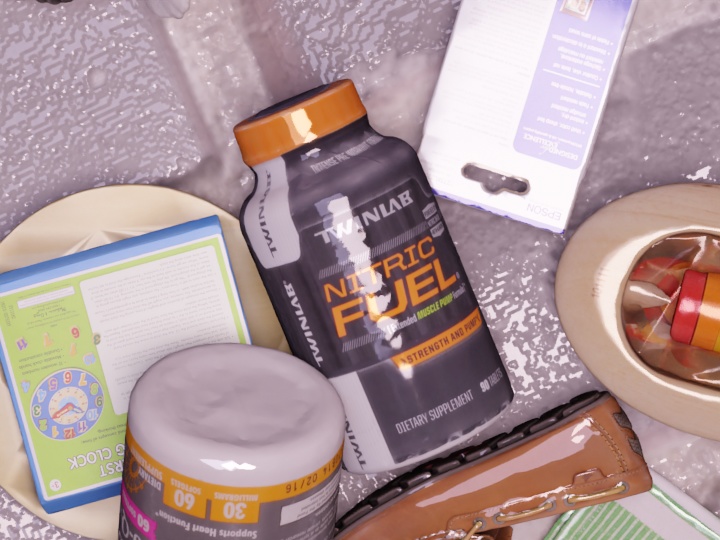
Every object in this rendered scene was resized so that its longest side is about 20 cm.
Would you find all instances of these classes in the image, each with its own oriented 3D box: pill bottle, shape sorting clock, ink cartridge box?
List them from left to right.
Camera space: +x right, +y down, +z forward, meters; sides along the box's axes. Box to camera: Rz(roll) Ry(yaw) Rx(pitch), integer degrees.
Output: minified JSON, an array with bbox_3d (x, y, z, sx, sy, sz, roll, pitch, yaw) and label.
[{"bbox_3d":[-0.128,0.052,1.394,0.198,0.039,0.202,0,93,-4],"label":"shape sorting clock"},{"bbox_3d":[-0.073,0.149,1.333,0.115,0.117,0.201,8,121,3],"label":"pill bottle"},{"bbox_3d":[0.000,0.000,1.348,0.106,0.106,0.201,-23,98,4],"label":"pill bottle"},{"bbox_3d":[0.099,-0.129,1.383,0.094,0.037,0.201,17,91,2],"label":"ink cartridge box"}]

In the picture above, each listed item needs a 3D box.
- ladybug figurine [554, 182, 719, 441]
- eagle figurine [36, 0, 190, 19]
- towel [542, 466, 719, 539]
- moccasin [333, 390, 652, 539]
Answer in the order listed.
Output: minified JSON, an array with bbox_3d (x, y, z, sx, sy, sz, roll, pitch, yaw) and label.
[{"bbox_3d":[0.203,0.024,1.363,0.199,0.072,0.137,19,93,3],"label":"ladybug figurine"},{"bbox_3d":[-0.169,-0.220,1.355,0.198,0.151,0.153,1,103,-7],"label":"eagle figurine"},{"bbox_3d":[0.144,0.220,1.400,0.152,0.023,0.201,35,94,1],"label":"towel"},{"bbox_3d":[0.064,0.137,1.374,0.200,0.074,0.078,-25,91,9],"label":"moccasin"}]
